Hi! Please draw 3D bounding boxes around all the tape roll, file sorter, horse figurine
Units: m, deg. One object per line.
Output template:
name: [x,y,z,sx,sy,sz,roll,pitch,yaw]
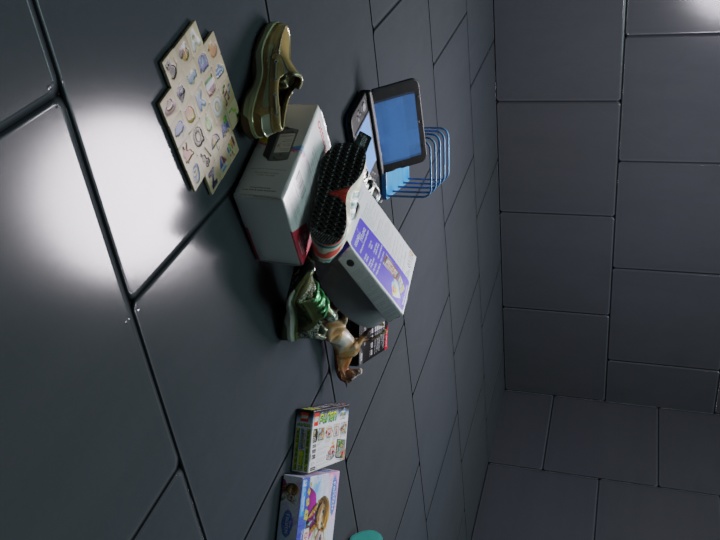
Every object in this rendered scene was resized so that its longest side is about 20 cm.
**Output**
tape roll: [0.000,0.000,1.466,0.199,0.066,0.203,40,30,-28]
file sorter: [0.131,-0.257,1.894,0.200,0.120,0.142,-45,136,-64]
horse figurine: [-0.026,0.113,1.524,0.201,0.132,0.050,57,-6,-39]

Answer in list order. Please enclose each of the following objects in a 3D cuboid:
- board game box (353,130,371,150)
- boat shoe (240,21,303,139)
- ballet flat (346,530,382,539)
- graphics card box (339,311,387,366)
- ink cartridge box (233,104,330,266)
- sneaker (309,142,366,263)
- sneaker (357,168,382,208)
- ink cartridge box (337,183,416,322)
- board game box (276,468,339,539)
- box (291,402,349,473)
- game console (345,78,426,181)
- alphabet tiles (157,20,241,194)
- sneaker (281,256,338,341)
board game box: [-0.032,-0.150,1.414,0.137,0.028,0.201,-61,-174,28]
boat shoe: [-0.118,-0.282,1.191,0.072,0.074,0.204,53,41,-60]
ballet flat: [-0.016,0.613,1.724,0.077,0.067,0.199,-66,157,7]
graphics card box: [0.009,0.121,1.703,0.200,0.050,0.129,-20,112,-71]
ink cartridge box: [-0.110,-0.132,1.237,0.149,0.084,0.203,76,24,-48]
sneaker: [-0.039,-0.104,1.255,0.094,0.069,0.203,103,0,-59]
sneaker: [0.006,-0.170,1.609,0.202,0.071,0.073,74,29,-43]
ink cartridge box: [0.020,-0.043,1.411,0.201,0.043,0.199,54,27,-20]
board game box: [-0.097,0.470,1.461,0.199,0.040,0.205,27,68,-70]
box: [-0.072,0.311,1.517,0.200,0.034,0.113,19,75,-71]
game console: [0.057,-0.270,1.671,0.172,0.116,0.203,-67,153,-46]
alphabet tiles: [-0.206,-0.209,1.054,0.202,0.006,0.168,76,25,-43]
sneaker: [-0.075,0.050,1.297,0.202,0.087,0.078,105,-4,-55]
